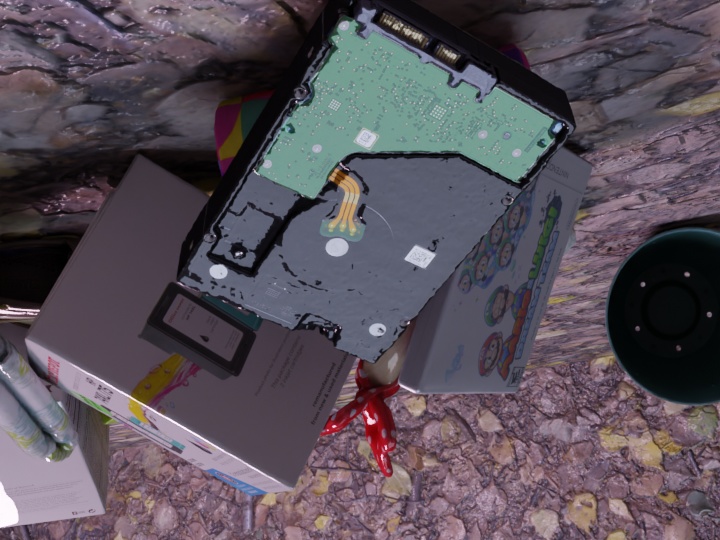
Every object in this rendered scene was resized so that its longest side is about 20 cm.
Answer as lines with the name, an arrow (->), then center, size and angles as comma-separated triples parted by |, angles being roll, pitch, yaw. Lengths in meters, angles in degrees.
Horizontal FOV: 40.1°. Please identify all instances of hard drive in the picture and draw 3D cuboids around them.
hard drive -> 0.002, -0.044, 0.535 | 0.138, 0.038, 0.201 | 22, 128, -21

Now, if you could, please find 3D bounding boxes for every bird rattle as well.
bird rattle -> 0.026, 0.047, 0.770 | 0.200, 0.111, 0.165 | -40, 154, -51

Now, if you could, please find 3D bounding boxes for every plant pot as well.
plant pot -> 0.391, 0.051, 1.205 | 0.196, 0.205, 0.161 | -10, 179, 8

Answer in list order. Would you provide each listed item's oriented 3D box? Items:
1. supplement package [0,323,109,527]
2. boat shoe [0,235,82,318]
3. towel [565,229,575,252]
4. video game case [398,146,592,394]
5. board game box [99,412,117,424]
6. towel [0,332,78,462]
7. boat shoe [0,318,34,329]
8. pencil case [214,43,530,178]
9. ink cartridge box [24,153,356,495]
supplement package -> -0.360, 0.139, 0.971 | 0.187, 0.149, 0.202 | -7, 138, -6
boat shoe -> -0.238, 0.005, 0.813 | 0.195, 0.074, 0.060 | -1, 170, -7
towel -> 0.123, 0.024, 1.025 | 0.170, 0.048, 0.200 | -39, 176, -15
video game case -> 0.109, -0.004, 0.752 | 0.023, 0.204, 0.181 | 21, -174, 32
board game box -> -0.174, 0.108, 1.016 | 0.101, 0.048, 0.199 | -32, 165, 19
towel -> -0.291, 0.054, 0.712 | 0.048, 0.171, 0.201 | -43, 163, -20
boat shoe -> -0.249, 0.028, 0.878 | 0.195, 0.074, 0.072 | 0, 167, -3
pencil case -> 0.010, -0.074, 0.588 | 0.196, 0.090, 0.088 | -12, 168, 8
ink cartridge box -> -0.116, 0.047, 0.709 | 0.198, 0.148, 0.147 | 31, 159, -8
